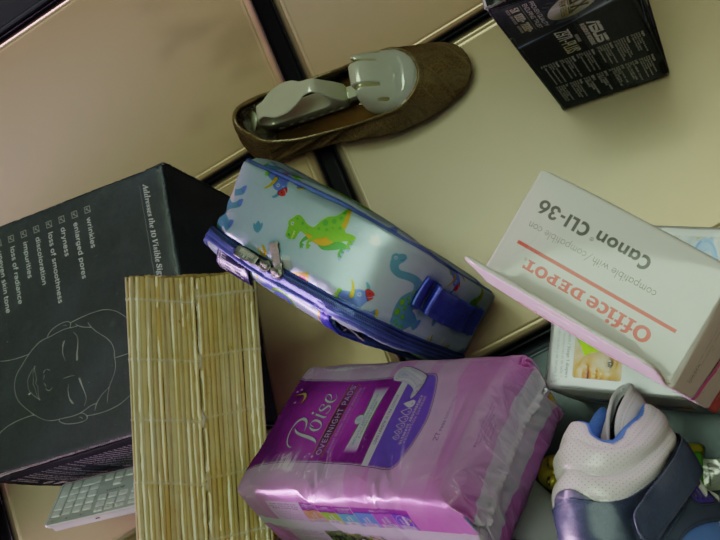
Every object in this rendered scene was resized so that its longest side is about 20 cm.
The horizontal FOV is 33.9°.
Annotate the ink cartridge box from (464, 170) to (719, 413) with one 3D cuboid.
[{"bbox_3d":[0.144,0.013,0.636,0.116,0.200,0.068,31,93,26],"label":"ink cartridge box"}]

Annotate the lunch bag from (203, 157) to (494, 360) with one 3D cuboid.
[{"bbox_3d":[0.000,0.000,0.817,0.160,0.200,0.083,28,91,26],"label":"lunch bag"}]

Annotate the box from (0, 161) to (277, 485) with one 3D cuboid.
[{"bbox_3d":[-0.192,0.049,0.934,0.196,0.124,0.201,-18,73,20],"label":"box"}]

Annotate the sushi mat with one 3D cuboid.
[{"bbox_3d":[-0.111,0.100,0.817,0.012,0.095,0.201,160,107,-64],"label":"sushi mat"}]

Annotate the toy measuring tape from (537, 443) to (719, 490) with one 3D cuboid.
[{"bbox_3d":[0.210,0.130,0.768,0.199,0.074,0.074,-5,77,23],"label":"toy measuring tape"}]

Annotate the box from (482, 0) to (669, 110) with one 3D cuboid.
[{"bbox_3d":[0.135,-0.225,0.806,0.086,0.200,0.164,-17,72,20],"label":"box"}]

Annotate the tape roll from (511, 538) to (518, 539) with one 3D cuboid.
[{"bbox_3d":[0.090,0.272,0.740,0.200,0.066,0.201,16,115,38],"label":"tape roll"}]

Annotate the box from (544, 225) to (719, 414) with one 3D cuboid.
[{"bbox_3d":[0.232,0.035,0.761,0.199,0.101,0.113,4,81,25],"label":"box"}]

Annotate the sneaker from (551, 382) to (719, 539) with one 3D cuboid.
[{"bbox_3d":[0.197,0.137,0.704,0.080,0.199,0.147,-24,71,53],"label":"sneaker"}]

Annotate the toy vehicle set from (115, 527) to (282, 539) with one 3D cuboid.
[{"bbox_3d":[-0.091,0.208,0.846,0.199,0.124,0.027,-2,100,28],"label":"toy vehicle set"}]

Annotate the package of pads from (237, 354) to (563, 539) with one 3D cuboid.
[{"bbox_3d":[0.025,0.120,0.775,0.199,0.076,0.121,-7,41,44],"label":"package of pads"}]

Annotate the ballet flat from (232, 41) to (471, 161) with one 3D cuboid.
[{"bbox_3d":[-0.014,-0.137,0.925,0.199,0.072,0.068,-13,74,21],"label":"ballet flat"}]

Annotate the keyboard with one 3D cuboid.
[{"bbox_3d":[-0.142,0.158,0.904,0.199,0.011,0.056,-14,29,8],"label":"keyboard"}]

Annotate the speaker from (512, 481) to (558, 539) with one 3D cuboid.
[{"bbox_3d":[0.151,0.224,0.767,0.200,0.081,0.081,41,96,26],"label":"speaker"}]
